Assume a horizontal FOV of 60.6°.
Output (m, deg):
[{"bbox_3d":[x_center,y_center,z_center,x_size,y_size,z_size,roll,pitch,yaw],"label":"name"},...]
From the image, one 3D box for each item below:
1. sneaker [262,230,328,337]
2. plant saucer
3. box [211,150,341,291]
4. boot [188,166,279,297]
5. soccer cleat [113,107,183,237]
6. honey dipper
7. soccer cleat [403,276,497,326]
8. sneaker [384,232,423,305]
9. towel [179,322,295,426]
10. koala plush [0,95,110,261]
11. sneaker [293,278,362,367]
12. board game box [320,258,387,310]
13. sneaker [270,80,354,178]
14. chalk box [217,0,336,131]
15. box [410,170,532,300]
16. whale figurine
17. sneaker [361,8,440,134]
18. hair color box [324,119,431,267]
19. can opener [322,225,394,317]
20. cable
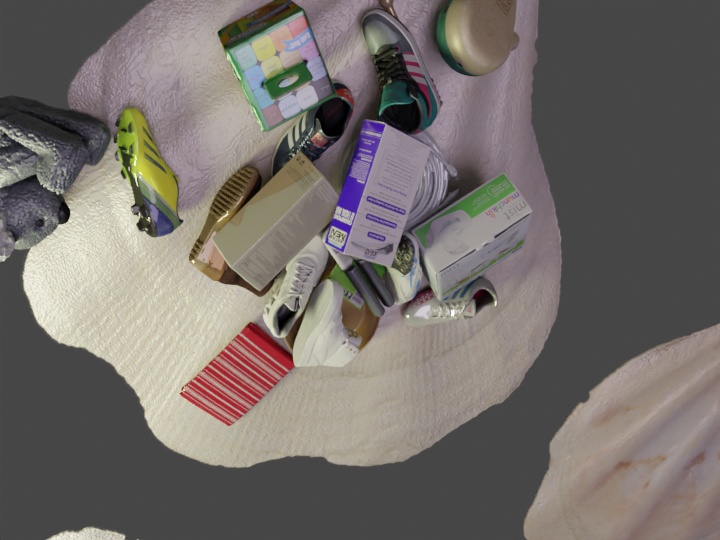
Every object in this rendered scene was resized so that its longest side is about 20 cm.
[{"bbox_3d":[-0.108,0.025,1.074,0.073,0.081,0.205,22,100,-13],"label":"sneaker"},{"bbox_3d":[-0.058,0.086,1.183,0.194,0.036,0.206,-8,118,-15],"label":"plant saucer"},{"bbox_3d":[-0.128,-0.076,0.974,0.199,0.078,0.095,-43,146,-1],"label":"box"},{"bbox_3d":[-0.185,-0.062,1.060,0.164,0.072,0.203,26,102,-42],"label":"boot"},{"bbox_3d":[-0.327,-0.154,0.963,0.083,0.064,0.206,-27,122,-39],"label":"soccer cleat"},{"bbox_3d":[0.082,-0.354,1.004,0.037,0.038,0.203,-30,120,-1],"label":"honey dipper"},{"bbox_3d":[0.182,0.069,1.227,0.195,0.087,0.071,-21,122,-7],"label":"soccer cleat"},{"bbox_3d":[0.081,-0.010,1.097,0.072,0.072,0.202,-37,157,-20],"label":"sneaker"},{"bbox_3d":[-0.234,0.204,1.192,0.199,0.023,0.144,-43,123,8],"label":"towel"},{"bbox_3d":[-0.472,-0.123,0.865,0.179,0.178,0.205,16,112,-13],"label":"koala plush"},{"bbox_3d":[-0.043,0.100,1.127,0.112,0.075,0.203,7,130,-24],"label":"sneaker"},{"bbox_3d":[0.018,-0.038,1.126,0.095,0.030,0.202,35,89,-28],"label":"board game box"},{"bbox_3d":[-0.078,-0.210,0.994,0.074,0.085,0.203,26,106,-28],"label":"sneaker"},{"bbox_3d":[-0.118,-0.291,0.870,0.122,0.201,0.126,-27,122,-3],"label":"chalk box"},{"bbox_3d":[0.200,-0.054,1.114,0.197,0.098,0.177,-32,159,0],"label":"box"},{"bbox_3d":[0.194,-0.412,0.991,0.157,0.103,0.204,32,79,-29],"label":"whale figurine"},{"bbox_3d":[0.051,-0.295,0.960,0.082,0.122,0.202,-20,118,35],"label":"sneaker"},{"bbox_3d":[0.028,-0.119,0.973,0.107,0.064,0.206,14,96,-41],"label":"hair color box"},{"bbox_3d":[0.000,0.000,1.082,0.052,0.066,0.202,-39,120,-12],"label":"can opener"},{"bbox_3d":[0.057,-0.155,1.063,0.199,0.069,0.201,-43,116,-7],"label":"cable"}]
